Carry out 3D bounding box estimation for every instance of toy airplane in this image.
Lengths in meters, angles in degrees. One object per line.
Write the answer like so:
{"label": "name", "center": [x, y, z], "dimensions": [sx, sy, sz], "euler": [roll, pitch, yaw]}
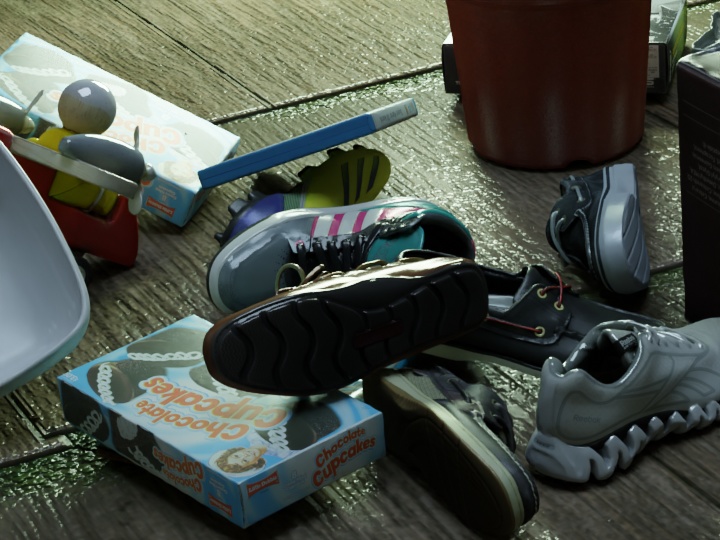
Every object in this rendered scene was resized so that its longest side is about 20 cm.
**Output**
{"label": "toy airplane", "center": [-0.242, -0.092, 1.828], "dimensions": [0.200, 0.199, 0.141], "euler": [36, 77, 6]}

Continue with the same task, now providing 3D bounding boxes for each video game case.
{"label": "video game case", "center": [-0.038, -0.101, 1.942], "dimensions": [0.143, 0.018, 0.200], "euler": [-18, 4, 12]}

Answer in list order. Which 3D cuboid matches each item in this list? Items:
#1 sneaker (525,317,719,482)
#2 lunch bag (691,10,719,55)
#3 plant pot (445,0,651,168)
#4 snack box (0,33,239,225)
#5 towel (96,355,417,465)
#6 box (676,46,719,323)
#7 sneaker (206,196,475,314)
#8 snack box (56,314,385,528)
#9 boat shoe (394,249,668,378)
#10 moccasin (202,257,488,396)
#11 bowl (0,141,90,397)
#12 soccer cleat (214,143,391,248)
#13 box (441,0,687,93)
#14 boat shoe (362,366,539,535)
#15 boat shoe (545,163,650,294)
{"label": "sneaker", "center": [0.185, 0.065, 1.582], "dimensions": [0.075, 0.081, 0.200], "euler": [16, 31, 42]}
{"label": "lunch bag", "center": [0.348, -0.101, 1.806], "dimensions": [0.200, 0.164, 0.118], "euler": [4, 22, 18]}
{"label": "plant pot", "center": [0.155, -0.199, 2.021], "dimensions": [0.200, 0.196, 0.201], "euler": [-4, 24, 2]}
{"label": "snack box", "center": [-0.208, -0.115, 1.984], "dimensions": [0.200, 0.037, 0.116], "euler": [26, 30, 2]}
{"label": "towel", "center": [-0.066, 0.085, 1.656], "dimensions": [0.146, 0.022, 0.200], "euler": [8, 28, 28]}
{"label": "box", "center": [0.323, -0.046, 1.651], "dimensions": [0.166, 0.200, 0.164], "euler": [-15, 26, -21]}
{"label": "sneaker", "center": [0.000, 0.000, 1.763], "dimensions": [0.200, 0.084, 0.121], "euler": [-16, 17, -24]}
{"label": "snack box", "center": [-0.092, 0.093, 1.581], "dimensions": [0.116, 0.037, 0.200], "euler": [-25, 33, -33]}
{"label": "boat shoe", "center": [0.116, 0.031, 1.672], "dimensions": [0.201, 0.063, 0.074], "euler": [11, 24, 8]}
{"label": "moccasin", "center": [-0.015, 0.030, 1.580], "dimensions": [0.201, 0.074, 0.078], "euler": [-23, 17, -31]}
{"label": "bowl", "center": [-0.298, 0.017, 1.683], "dimensions": [0.199, 0.075, 0.200], "euler": [-28, 69, -11]}
{"label": "soccer cleat", "center": [-0.030, -0.038, 1.890], "dimensions": [0.084, 0.065, 0.200], "euler": [40, 37, 16]}
{"label": "box", "center": [0.185, -0.203, 2.192], "dimensions": [0.200, 0.048, 0.158], "euler": [2, 23, 14]}
{"label": "boat shoe", "center": [0.065, 0.100, 1.535], "dimensions": [0.065, 0.073, 0.200], "euler": [-20, 28, -18]}
{"label": "boat shoe", "center": [0.173, -0.026, 1.811], "dimensions": [0.071, 0.072, 0.200], "euler": [-11, 14, 9]}
